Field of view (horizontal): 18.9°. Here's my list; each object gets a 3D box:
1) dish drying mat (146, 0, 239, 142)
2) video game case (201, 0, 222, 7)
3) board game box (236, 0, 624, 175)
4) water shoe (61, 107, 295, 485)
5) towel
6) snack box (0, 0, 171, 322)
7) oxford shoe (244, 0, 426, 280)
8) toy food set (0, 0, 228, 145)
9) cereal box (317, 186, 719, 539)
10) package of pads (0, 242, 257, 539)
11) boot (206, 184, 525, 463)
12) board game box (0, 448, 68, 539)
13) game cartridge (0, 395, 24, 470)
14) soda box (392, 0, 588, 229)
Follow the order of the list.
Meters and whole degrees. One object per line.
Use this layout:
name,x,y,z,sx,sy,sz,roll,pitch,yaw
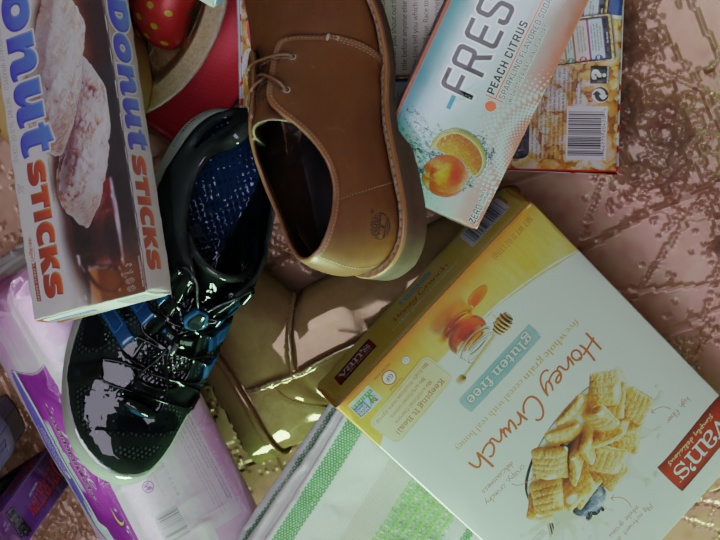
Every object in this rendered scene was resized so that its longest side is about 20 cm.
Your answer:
dish drying mat,-0.064,-0.160,1.146,0.077,0.018,0.200,36,108,-3
video game case,-0.092,-0.226,1.028,0.181,0.200,0.045,33,131,6
board game box,0.036,-0.129,1.113,0.200,0.046,0.152,2,110,5
water shoe,-0.093,0.011,1.073,0.071,0.079,0.200,20,85,-20
towel,0.045,0.140,1.158,0.200,0.031,0.149,34,91,-25
snack box,-0.141,-0.079,1.064,0.072,0.024,0.200,-14,81,31
oxford shoe,-0.027,-0.092,1.033,0.071,0.071,0.200,-31,68,39
toy food set,-0.158,-0.168,1.120,0.198,0.049,0.200,49,121,6
cereal box,0.095,0.073,1.120,0.144,0.040,0.200,-48,115,-1
package of pads,-0.132,0.075,1.167,0.076,0.120,0.200,-30,100,-18
boot,0.000,0.000,1.161,0.200,0.066,0.175,-23,113,15
board game box,-0.233,0.170,1.171,0.120,0.200,0.032,-37,98,17
game cartridge,-0.263,0.134,1.166,0.130,0.200,0.038,-29,103,15
soda box,0.072,-0.125,1.048,0.064,0.068,0.200,25,111,-2
